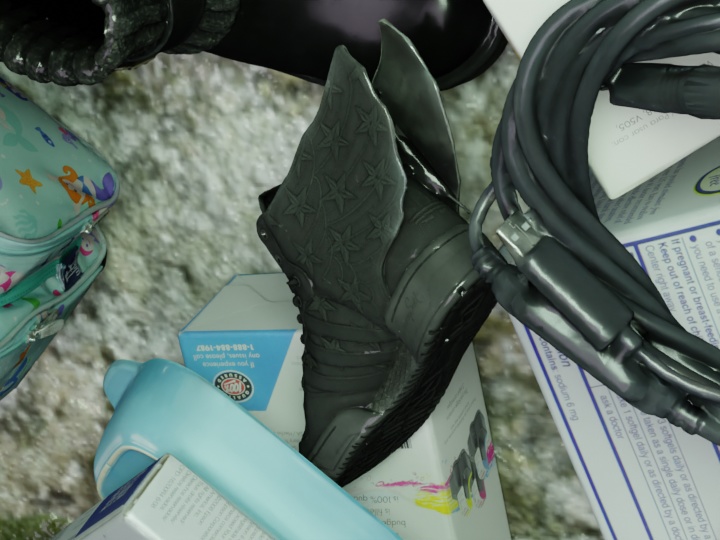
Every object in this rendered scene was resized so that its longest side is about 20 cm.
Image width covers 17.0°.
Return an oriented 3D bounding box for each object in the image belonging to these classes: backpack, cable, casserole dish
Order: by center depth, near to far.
[{"bbox_3d":[0.135,-0.009,0.808,0.200,0.051,0.163,38,128,12],"label":"cable"},{"bbox_3d":[-0.042,0.117,1.040,0.200,0.039,0.121,40,152,1],"label":"casserole dish"},{"bbox_3d":[-0.214,-0.012,1.060,0.177,0.200,0.151,39,124,1],"label":"backpack"}]

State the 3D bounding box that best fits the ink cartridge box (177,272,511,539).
[{"bbox_3d":[0.000,0.103,1.108,0.115,0.068,0.200,-1,114,24],"label":"ink cartridge box"}]

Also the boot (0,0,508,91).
[{"bbox_3d":[-0.057,-0.111,0.959,0.211,0.158,0.080,9,101,19],"label":"boot"}]

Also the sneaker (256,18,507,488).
[{"bbox_3d":[-0.002,0.001,0.981,0.104,0.060,0.200,48,140,15],"label":"sneaker"}]

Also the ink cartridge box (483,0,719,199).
[{"bbox_3d":[0.078,-0.110,0.877,0.067,0.117,0.200,-31,126,9],"label":"ink cartridge box"}]

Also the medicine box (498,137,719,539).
[{"bbox_3d":[0.184,0.035,0.975,0.200,0.103,0.182,-14,109,28],"label":"medicine box"}]

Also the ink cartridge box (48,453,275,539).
[{"bbox_3d":[-0.046,0.174,1.044,0.200,0.043,0.196,40,152,-7],"label":"ink cartridge box"}]
